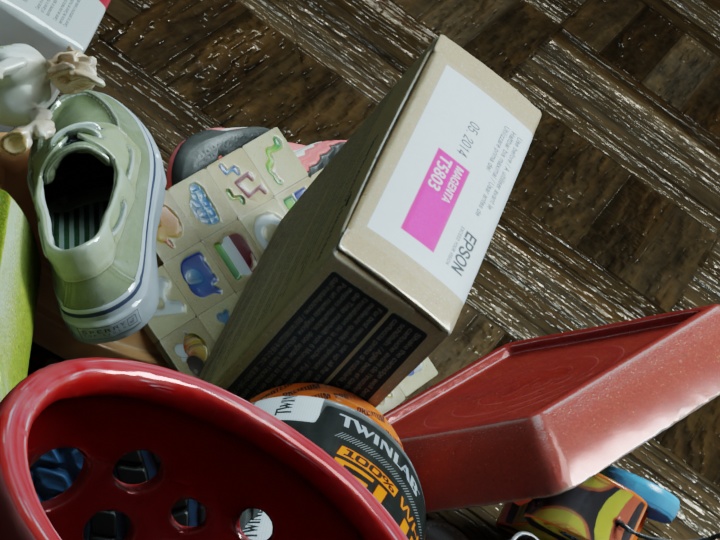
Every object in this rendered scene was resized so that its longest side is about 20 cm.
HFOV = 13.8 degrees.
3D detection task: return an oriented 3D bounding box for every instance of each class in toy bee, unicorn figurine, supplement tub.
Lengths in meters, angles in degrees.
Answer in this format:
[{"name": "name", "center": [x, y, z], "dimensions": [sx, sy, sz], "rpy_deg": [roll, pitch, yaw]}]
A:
[{"name": "toy bee", "center": [0.117, 0.119, 1.556], "dimensions": [0.109, 0.200, 0.131], "rpy_deg": [31, 58, -20]}, {"name": "unicorn figurine", "center": [-0.235, -0.092, 1.576], "dimensions": [0.200, 0.074, 0.137], "rpy_deg": [3, 20, -4]}, {"name": "supplement tub", "center": [-0.034, 0.136, 1.366], "dimensions": [0.122, 0.123, 0.200], "rpy_deg": [31, 24, -8]}]

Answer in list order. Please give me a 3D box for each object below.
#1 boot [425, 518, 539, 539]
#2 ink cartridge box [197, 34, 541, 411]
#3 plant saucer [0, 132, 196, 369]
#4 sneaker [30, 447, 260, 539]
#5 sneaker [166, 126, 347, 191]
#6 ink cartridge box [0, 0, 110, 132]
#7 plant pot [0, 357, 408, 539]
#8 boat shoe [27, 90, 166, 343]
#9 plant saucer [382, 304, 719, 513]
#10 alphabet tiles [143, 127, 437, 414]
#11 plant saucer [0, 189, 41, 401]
[{"name": "boot", "center": [0.063, 0.164, 1.474], "dimensions": [0.073, 0.096, 0.200], "rpy_deg": [25, 25, -20]}, {"name": "ink cartridge box", "center": [0.000, 0.000, 1.522], "dimensions": [0.075, 0.165, 0.200], "rpy_deg": [36, 39, -8]}, {"name": "plant saucer", "center": [-0.149, -0.013, 1.620], "dimensions": [0.200, 0.032, 0.200], "rpy_deg": [29, 23, -14]}, {"name": "sneaker", "center": [-0.135, 0.088, 1.294], "dimensions": [0.200, 0.075, 0.087], "rpy_deg": [-6, 9, 7]}, {"name": "sneaker", "center": [-0.074, -0.044, 1.730], "dimensions": [0.087, 0.074, 0.200], "rpy_deg": [2, 0, 25]}, {"name": "ink cartridge box", "center": [-0.251, -0.173, 1.727], "dimensions": [0.200, 0.084, 0.144], "rpy_deg": [32, 24, -8]}, {"name": "plant pot", "center": [-0.094, 0.164, 1.156], "dimensions": [0.200, 0.183, 0.201], "rpy_deg": [29, 23, -14]}, {"name": "boat shoe", "center": [-0.137, -0.044, 1.543], "dimensions": [0.072, 0.062, 0.200], "rpy_deg": [-15, 37, -1]}, {"name": "plant saucer", "center": [0.086, 0.070, 1.518], "dimensions": [0.200, 0.199, 0.037], "rpy_deg": [-28, 101, -42]}, {"name": "alphabet tiles", "center": [-0.041, 0.015, 1.623], "dimensions": [0.200, 0.006, 0.167], "rpy_deg": [-33, 90, -47]}, {"name": "plant saucer", "center": [-0.244, -0.009, 1.426], "dimensions": [0.200, 0.048, 0.200], "rpy_deg": [19, 26, -12]}]
